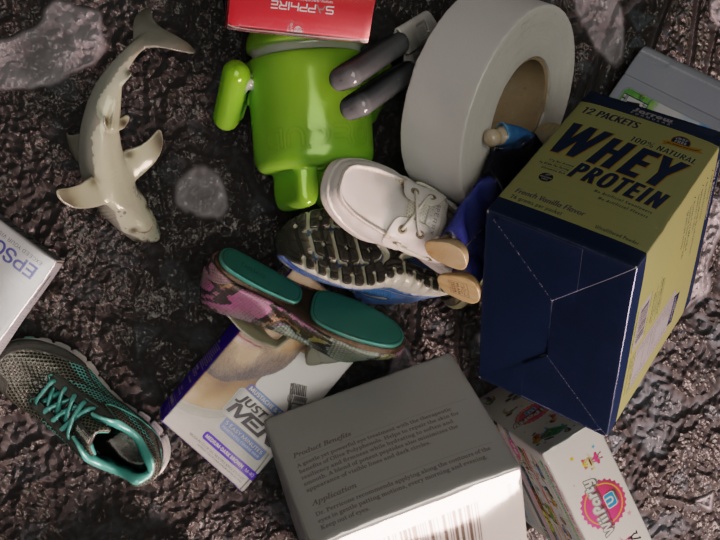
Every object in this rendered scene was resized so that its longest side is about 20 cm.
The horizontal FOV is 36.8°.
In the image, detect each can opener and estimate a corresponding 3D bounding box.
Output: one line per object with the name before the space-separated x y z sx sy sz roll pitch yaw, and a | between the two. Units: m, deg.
can opener | 0.040 -0.194 0.988 0.200 0.066 0.053 -40 113 -48

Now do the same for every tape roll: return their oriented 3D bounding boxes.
tape roll | 0.122 -0.158 1.017 0.070 0.202 0.205 25 90 30

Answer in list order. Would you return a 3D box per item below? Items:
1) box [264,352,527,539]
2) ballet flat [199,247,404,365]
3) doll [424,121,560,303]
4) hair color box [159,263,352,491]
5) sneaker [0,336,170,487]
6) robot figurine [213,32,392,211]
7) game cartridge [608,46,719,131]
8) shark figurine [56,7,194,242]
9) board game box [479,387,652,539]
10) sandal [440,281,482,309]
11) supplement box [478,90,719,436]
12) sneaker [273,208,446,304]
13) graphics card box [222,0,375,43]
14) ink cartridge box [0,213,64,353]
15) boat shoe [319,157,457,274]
box | 0.037 0.227 1.018 0.196 0.172 0.203 -18 128 -10
ballet flat | -0.058 0.047 1.003 0.197 0.069 0.072 23 120 -5
doll | 0.132 -0.063 0.978 0.201 0.048 0.138 -52 135 -30
hair color box | -0.092 0.100 1.062 0.109 0.065 0.201 42 85 -13
sneaker | -0.259 0.133 1.013 0.199 0.091 0.078 36 87 -14
robot figurine | -0.047 -0.160 1.011 0.172 0.115 0.204 -5 91 -23
game cartridge | 0.291 -0.119 1.100 0.132 0.040 0.202 33 88 26
shark figurine | -0.237 -0.135 1.000 0.127 0.089 0.219 -4 108 -46
board game box | 0.194 0.201 1.067 0.064 0.200 0.149 -28 102 -8
sandal | 0.158 -0.037 1.097 0.057 0.080 0.202 37 100 -16
supplement box | 0.211 -0.010 0.958 0.200 0.133 0.202 -46 147 -37
sneaker | 0.000 0.000 1.047 0.197 0.089 0.080 14 61 -32
graphics card box | -0.062 -0.266 0.960 0.123 0.201 0.052 3 122 -12
ink cartridge box | -0.404 0.014 0.973 0.198 0.041 0.201 36 88 -2
boat shoe | 0.053 -0.048 0.981 0.198 0.069 0.072 23 80 -36
